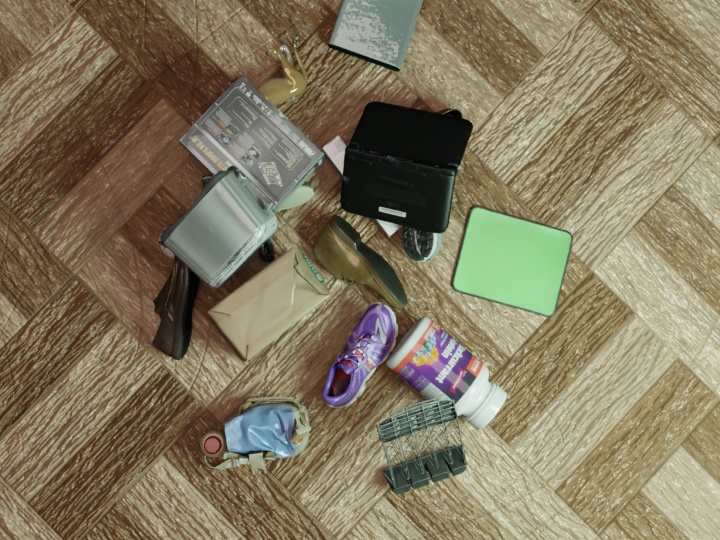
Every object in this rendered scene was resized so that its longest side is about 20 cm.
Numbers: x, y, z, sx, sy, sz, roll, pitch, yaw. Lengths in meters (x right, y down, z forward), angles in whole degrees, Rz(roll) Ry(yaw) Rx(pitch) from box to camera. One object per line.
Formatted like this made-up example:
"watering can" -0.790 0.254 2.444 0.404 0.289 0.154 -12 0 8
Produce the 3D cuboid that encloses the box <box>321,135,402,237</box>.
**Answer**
"box" 0.005 -0.150 1.732 0.041 0.039 0.201 -38 89 -3

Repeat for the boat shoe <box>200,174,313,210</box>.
"boat shoe" -0.182 -0.145 1.710 0.198 0.072 0.068 -4 61 -9

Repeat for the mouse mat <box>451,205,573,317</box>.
"mouse mat" 0.276 -0.016 1.755 0.198 0.008 0.163 15 85 -1

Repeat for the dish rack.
"dish rack" 0.103 0.291 1.645 0.152 0.055 0.201 -18 128 -5

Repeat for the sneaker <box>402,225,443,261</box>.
"sneaker" 0.118 -0.115 1.720 0.073 0.079 0.203 6 89 24

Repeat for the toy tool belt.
"toy tool belt" -0.182 0.283 1.653 0.198 0.123 0.126 -11 87 -3

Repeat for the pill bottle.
"pill bottle" 0.153 0.182 1.683 0.199 0.111 0.112 39 85 0

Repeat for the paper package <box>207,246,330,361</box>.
"paper package" -0.152 0.058 1.632 0.190 0.200 0.104 -38 89 -6

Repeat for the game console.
"game console" 0.080 -0.180 1.684 0.198 0.116 0.178 14 117 16

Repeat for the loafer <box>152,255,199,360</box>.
"loafer" -0.325 0.055 1.670 0.070 0.073 0.202 11 100 4

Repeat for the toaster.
"toaster" -0.231 -0.063 1.580 0.129 0.114 0.200 45 107 -1

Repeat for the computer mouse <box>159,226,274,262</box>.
"computer mouse" -0.255 -0.052 1.696 0.198 0.044 0.111 -10 116 0

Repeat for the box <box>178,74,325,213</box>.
"box" -0.183 -0.205 1.647 0.200 0.048 0.159 43 87 2

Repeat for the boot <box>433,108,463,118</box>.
"boot" 0.094 -0.235 1.726 0.199 0.075 0.074 -30 90 -3

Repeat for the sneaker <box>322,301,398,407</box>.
"sneaker" -0.002 0.151 1.674 0.080 0.083 0.202 27 93 17

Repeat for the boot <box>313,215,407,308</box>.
"boot" 0.000 0.000 1.712 0.200 0.074 0.075 46 109 0

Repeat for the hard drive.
"hard drive" 0.037 -0.478 1.758 0.138 0.033 0.202 19 86 -2

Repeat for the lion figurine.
"lion figurine" -0.153 -0.317 1.720 0.200 0.072 0.123 -40 93 -7
